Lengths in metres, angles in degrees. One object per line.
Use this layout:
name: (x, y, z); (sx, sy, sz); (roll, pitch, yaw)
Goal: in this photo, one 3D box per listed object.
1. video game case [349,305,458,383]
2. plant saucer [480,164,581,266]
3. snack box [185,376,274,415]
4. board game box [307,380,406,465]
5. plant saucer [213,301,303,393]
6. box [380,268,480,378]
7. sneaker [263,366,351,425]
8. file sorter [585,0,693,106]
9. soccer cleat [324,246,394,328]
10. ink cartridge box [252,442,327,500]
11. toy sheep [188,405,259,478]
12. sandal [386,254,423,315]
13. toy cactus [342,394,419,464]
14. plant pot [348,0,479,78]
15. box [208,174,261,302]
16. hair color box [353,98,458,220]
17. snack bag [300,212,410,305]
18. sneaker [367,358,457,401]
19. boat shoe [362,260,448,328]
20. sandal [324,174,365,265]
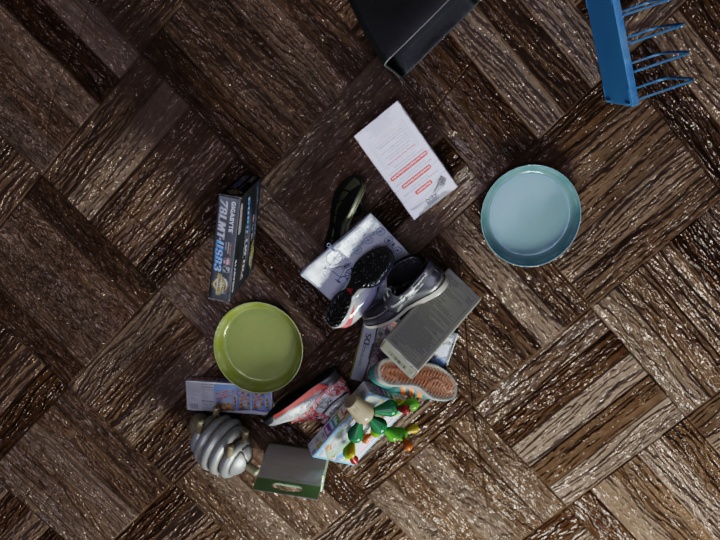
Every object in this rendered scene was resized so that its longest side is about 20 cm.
video game case: (0.089, 0.177, 1.444); (0.195, 0.026, 0.184); (14, 120, -1)
plant saucer: (0.335, -0.109, 1.358); (0.194, 0.027, 0.206); (1, 107, 3)
snack box: (-0.290, 0.279, 1.526); (0.194, 0.024, 0.074); (3, 106, 4)
board game box: (-0.004, 0.333, 1.477); (0.133, 0.034, 0.201); (25, 112, -41)
plant saucer: (-0.218, 0.163, 1.476); (0.194, 0.031, 0.206); (1, 103, 4)
box: (0.138, 0.104, 1.352); (0.095, 0.078, 0.200); (43, 71, 10)
sneaker: (-0.106, 0.309, 1.491); (0.199, 0.067, 0.109); (-34, 102, 3)
file sorter: (0.488, -0.409, 1.197); (0.120, 0.139, 0.205); (-16, 106, 6)
soccer cleat: (0.008, 0.035, 1.366); (0.201, 0.072, 0.068); (-52, 58, 20)
ink cartridge box: (-0.148, 0.445, 1.474); (0.141, 0.200, 0.049); (8, 106, 1)
toy sheep: (-0.300, 0.383, 1.499); (0.198, 0.137, 0.140); (36, 109, 22)
sandal: (0.087, 0.037, 1.395); (0.073, 0.046, 0.203); (5, 135, 0)
toy cactus: (0.024, 0.315, 1.395); (0.198, 0.103, 0.165); (-32, 126, 19)
plant pot: (0.075, -0.482, 1.187); (0.199, 0.200, 0.178); (-40, 88, 15)
box: (-0.239, -0.068, 1.324); (0.048, 0.199, 0.205); (8, 107, -1)
hair color box: (0.088, -0.215, 1.326); (0.110, 0.064, 0.202); (-35, 100, 12)
snack bag: (0.000, 0.000, 1.382); (0.198, 0.022, 0.188); (-37, 126, 13)
sneaker: (0.106, 0.227, 1.424); (0.196, 0.080, 0.073); (19, 69, -20)
boat shoe: (0.075, 0.044, 1.327); (0.197, 0.073, 0.063); (-30, 116, 24)
sandal: (-0.025, -0.099, 1.371); (0.056, 0.080, 0.205); (-2, 126, -28)
